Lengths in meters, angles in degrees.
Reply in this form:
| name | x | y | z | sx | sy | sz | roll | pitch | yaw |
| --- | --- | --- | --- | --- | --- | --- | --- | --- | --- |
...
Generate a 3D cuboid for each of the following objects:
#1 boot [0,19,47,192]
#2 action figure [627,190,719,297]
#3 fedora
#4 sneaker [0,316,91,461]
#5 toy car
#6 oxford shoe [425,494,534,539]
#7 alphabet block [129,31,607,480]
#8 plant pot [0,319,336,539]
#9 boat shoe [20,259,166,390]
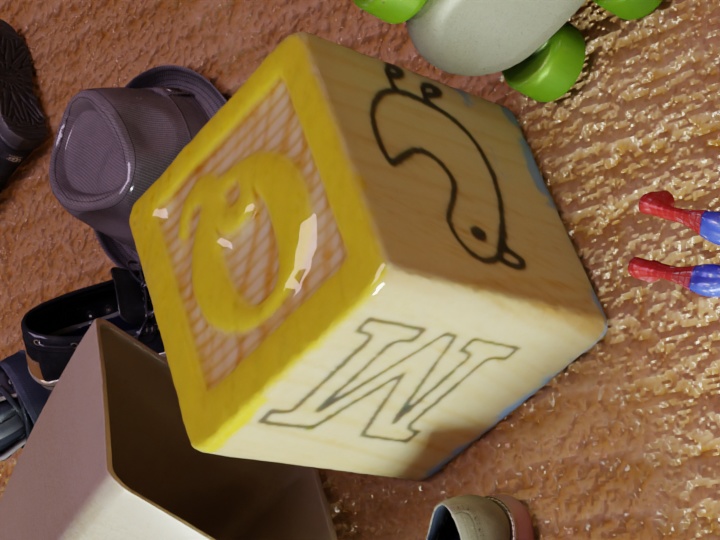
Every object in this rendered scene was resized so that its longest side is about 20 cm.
| name | x | y | z | sx | sy | sz | roll | pitch | yaw |
| --- | --- | --- | --- | --- | --- | --- | --- | --- | --- |
| boot | -0.385 | -0.122 | 1.637 | 0.200 | 0.065 | 0.166 | -47 | 48 | 35 |
| action figure | 0.242 | 0.001 | 0.928 | 0.199 | 0.051 | 0.066 | 19 | 100 | 43 |
| fedora | -0.189 | -0.086 | 1.387 | 0.200 | 0.090 | 0.178 | 42 | 111 | 44 |
| sneaker | -0.221 | 0.107 | 1.330 | 0.202 | 0.145 | 0.078 | 22 | 134 | 53 |
| toy car | 0.082 | -0.239 | 1.089 | 0.158 | 0.163 | 0.201 | -42 | 43 | 32 |
| oxford shoe | 0.050 | 0.236 | 1.060 | 0.070 | 0.073 | 0.202 | 5 | 84 | 48 |
| alphabet block | 0.000 | 0.000 | 1.079 | 0.196 | 0.199 | 0.197 | -44 | 52 | 31 |
| plant pot | -0.144 | 0.191 | 1.120 | 0.177 | 0.199 | 0.200 | -48 | 26 | 14 |
| boat shoe | -0.165 | 0.029 | 1.288 | 0.198 | 0.063 | 0.075 | -19 | 41 | 1 |
